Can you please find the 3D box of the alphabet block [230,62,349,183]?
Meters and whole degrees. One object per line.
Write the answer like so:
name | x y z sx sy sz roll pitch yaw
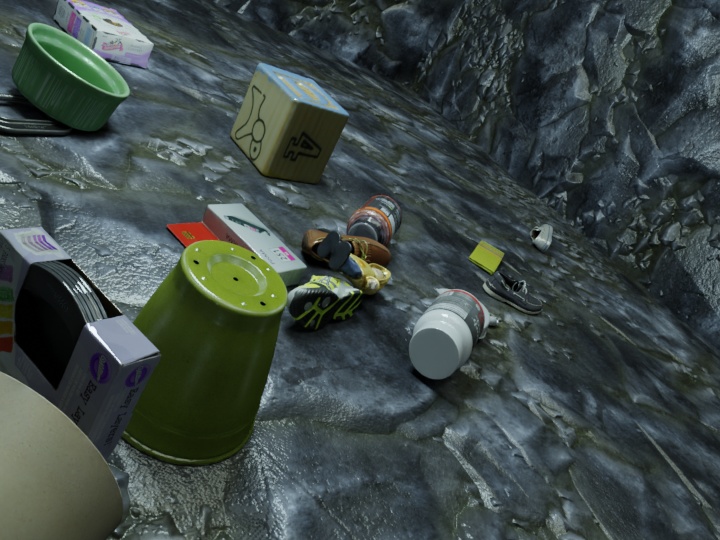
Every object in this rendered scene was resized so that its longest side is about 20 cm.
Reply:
alphabet block | -0.179 -0.363 1.504 0.193 0.203 0.196 2 38 -47

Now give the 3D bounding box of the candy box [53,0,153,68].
candy box | -0.662 -0.616 1.554 0.200 0.072 0.166 43 27 24

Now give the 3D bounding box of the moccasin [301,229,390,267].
moccasin | -0.022 -0.038 1.231 0.197 0.075 0.078 17 14 -29

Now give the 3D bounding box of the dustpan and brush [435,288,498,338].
dustpan and brush | 0.259 0.104 1.356 0.196 0.058 0.140 0 40 -38

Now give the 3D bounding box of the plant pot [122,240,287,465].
plant pot | -0.179 0.079 0.705 0.196 0.196 0.202 25 25 -12

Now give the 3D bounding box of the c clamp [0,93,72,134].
c clamp | -0.617 -0.295 1.085 0.170 0.027 0.199 42 24 8

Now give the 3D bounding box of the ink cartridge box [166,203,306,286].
ink cartridge box | -0.217 -0.043 1.065 0.199 0.044 0.172 42 25 20

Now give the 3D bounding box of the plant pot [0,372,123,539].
plant pot | -0.297 0.199 0.397 0.185 0.189 0.201 31 39 1

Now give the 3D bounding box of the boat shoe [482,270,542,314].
boat shoe | 0.418 0.058 1.597 0.196 0.064 0.073 21 26 -23

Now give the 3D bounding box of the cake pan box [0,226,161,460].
cake pan box | -0.287 0.089 0.552 0.183 0.202 0.052 40 21 15

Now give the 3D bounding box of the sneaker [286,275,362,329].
sneaker | -0.074 0.049 1.043 0.076 0.077 0.199 34 13 25

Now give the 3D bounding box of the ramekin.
ramekin | -0.552 -0.359 1.141 0.199 0.098 0.201 39 16 -13

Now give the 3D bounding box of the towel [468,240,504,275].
towel | 0.374 -0.040 1.783 0.085 0.018 0.200 31 25 10

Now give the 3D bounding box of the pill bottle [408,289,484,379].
pill bottle | 0.162 0.118 1.125 0.115 0.117 0.200 35 26 10

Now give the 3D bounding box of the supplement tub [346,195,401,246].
supplement tub | 0.028 -0.101 1.379 0.106 0.108 0.200 32 25 3

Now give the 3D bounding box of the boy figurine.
boy figurine | 0.000 0.000 1.151 0.124 0.065 0.199 44 7 37

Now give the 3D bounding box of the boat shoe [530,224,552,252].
boat shoe | 0.668 -0.134 2.240 0.069 0.072 0.201 34 31 0
